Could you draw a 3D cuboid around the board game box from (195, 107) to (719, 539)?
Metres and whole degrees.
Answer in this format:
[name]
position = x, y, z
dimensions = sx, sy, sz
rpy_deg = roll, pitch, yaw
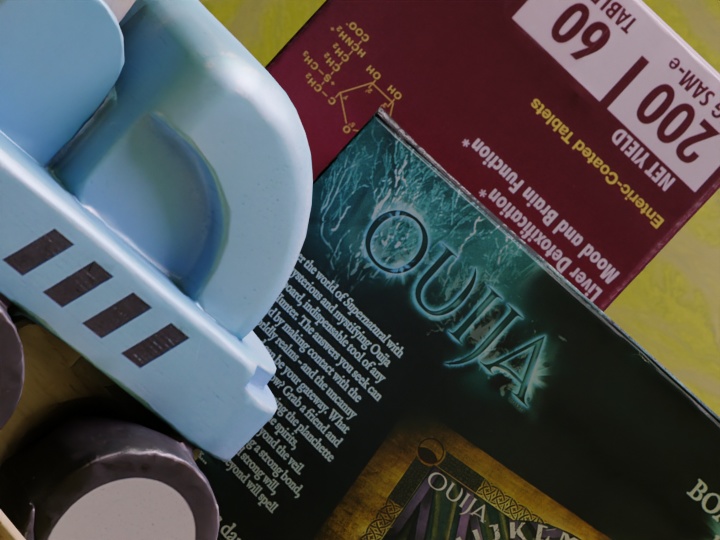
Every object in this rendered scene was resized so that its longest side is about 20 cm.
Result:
[board game box]
position = 0.025, 0.071, 0.652
dimensions = 0.200, 0.135, 0.028
rpy_deg = 44, 1, 33

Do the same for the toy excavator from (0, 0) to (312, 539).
[toy excavator]
position = -0.059, -0.054, 0.606
dimensions = 0.194, 0.200, 0.100
rpy_deg = 42, 1, -37

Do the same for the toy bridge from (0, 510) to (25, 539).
[toy bridge]
position = -0.097, 0.032, 0.516
dimensions = 0.200, 0.027, 0.067
rpy_deg = 43, 0, 17

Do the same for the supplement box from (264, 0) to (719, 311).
[supplement box]
position = 0.000, 0.000, 0.746
dimensions = 0.109, 0.200, 0.061
rpy_deg = 42, 2, 1
